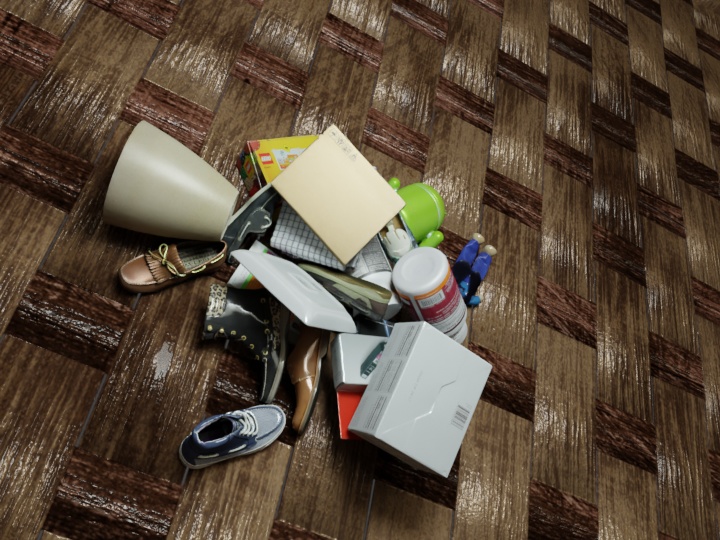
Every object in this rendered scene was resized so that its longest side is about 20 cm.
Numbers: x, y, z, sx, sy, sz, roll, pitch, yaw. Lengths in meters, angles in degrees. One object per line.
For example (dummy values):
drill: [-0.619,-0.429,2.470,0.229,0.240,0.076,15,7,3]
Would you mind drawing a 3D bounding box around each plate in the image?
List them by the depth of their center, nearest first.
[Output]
plate: [-0.106,0.031,1.395,0.199,0.033,0.199,40,8,24]

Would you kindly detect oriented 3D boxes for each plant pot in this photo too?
plant pot: [-0.320,-0.132,1.413,0.197,0.188,0.190,23,50,-7]

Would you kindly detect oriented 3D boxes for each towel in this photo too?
towel: [-0.059,-0.106,1.520,0.162,0.086,0.204,14,79,16]

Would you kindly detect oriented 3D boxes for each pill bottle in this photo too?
pill bottle: [0.142,0.060,1.569,0.202,0.111,0.114,62,32,-42]
pill bottle: [0.000,0.000,1.577,0.114,0.117,0.203,-7,63,-33]

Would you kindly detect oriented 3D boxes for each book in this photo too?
book: [-0.145,0.047,1.510,0.198,0.048,0.135,36,47,-8]

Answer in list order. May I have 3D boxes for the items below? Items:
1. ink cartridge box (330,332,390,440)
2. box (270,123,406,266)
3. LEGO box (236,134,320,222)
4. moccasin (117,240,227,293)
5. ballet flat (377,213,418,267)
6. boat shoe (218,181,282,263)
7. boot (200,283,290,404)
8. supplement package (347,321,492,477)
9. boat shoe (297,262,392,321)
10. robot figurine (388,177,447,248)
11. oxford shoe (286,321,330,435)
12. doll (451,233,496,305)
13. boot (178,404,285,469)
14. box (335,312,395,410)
ink cartridge box: [0.049,0.204,1.407,0.196,0.044,0.177,8,57,-26]
box: [-0.040,-0.136,1.452,0.163,0.021,0.200,-43,89,-11]
LEGO box: [-0.132,-0.190,1.651,0.197,0.077,0.151,-11,66,-35]
moccasin: [-0.326,-0.012,1.415,0.198,0.078,0.075,-11,68,-29]
ballet flat: [0.056,-0.086,1.588,0.073,0.074,0.203,-18,75,-37]
boat shoe: [-0.189,-0.097,1.495,0.068,0.199,0.072,50,11,8]
boot: [-0.201,0.120,1.399,0.147,0.073,0.205,9,79,-13]
supplement package: [0.100,0.212,1.348,0.154,0.110,0.203,32,73,-20]
boat shoe: [-0.037,0.039,1.487,0.198,0.067,0.071,19,6,24]
robot figurine: [0.100,-0.114,1.713,0.198,0.116,0.176,-29,72,-40]
oxford shoe: [-0.101,0.186,1.424,0.070,0.072,0.204,10,67,-1]
doll: [0.224,0.010,1.749,0.136,0.048,0.201,41,54,-12]
boot: [-0.193,0.258,1.309,0.198,0.091,0.074,-20,71,-38]
box: [0.061,0.193,1.506,0.196,0.086,0.167,19,53,-19]
